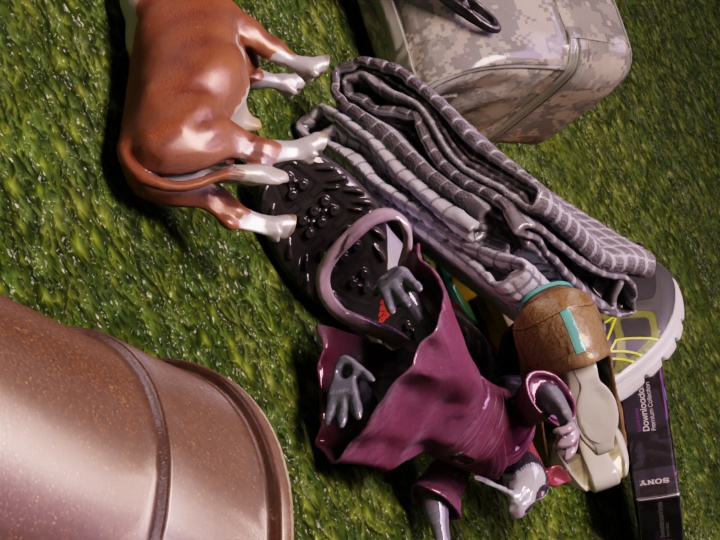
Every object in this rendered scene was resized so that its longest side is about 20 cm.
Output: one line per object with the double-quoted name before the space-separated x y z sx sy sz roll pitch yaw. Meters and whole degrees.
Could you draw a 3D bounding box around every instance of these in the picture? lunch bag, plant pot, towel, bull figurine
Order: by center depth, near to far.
"plant pot" -0.160 0.076 0.724 0.198 0.200 0.200 36 34 -38
"bull figurine" -0.080 -0.105 1.253 0.121 0.065 0.200 19 48 -17
"towel" 0.075 -0.040 1.445 0.200 0.086 0.166 38 -1 37
"lunch bag" 0.071 -0.195 1.647 0.168 0.139 0.200 0 65 -42

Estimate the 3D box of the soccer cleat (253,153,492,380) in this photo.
"soccer cleat" 0.000 0.000 1.379 0.200 0.068 0.073 47 -1 -27

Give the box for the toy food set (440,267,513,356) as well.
"toy food set" 0.119 0.011 1.659 0.198 0.049 0.200 56 23 -23

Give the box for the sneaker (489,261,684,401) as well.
"sneaker" 0.144 0.050 1.540 0.200 0.074 0.085 -50 117 -34

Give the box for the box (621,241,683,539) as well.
"box" 0.206 0.100 1.695 0.143 0.036 0.200 71 14 -62

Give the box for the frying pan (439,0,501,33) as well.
"frying pan" 0.002 -0.218 1.547 0.115 0.031 0.190 -27 70 -37

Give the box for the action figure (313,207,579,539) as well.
"action figure" 0.046 0.084 1.334 0.200 0.134 0.149 36 19 -46

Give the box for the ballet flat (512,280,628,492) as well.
"ballet flat" 0.133 0.088 1.398 0.200 0.068 0.072 79 -13 -53
